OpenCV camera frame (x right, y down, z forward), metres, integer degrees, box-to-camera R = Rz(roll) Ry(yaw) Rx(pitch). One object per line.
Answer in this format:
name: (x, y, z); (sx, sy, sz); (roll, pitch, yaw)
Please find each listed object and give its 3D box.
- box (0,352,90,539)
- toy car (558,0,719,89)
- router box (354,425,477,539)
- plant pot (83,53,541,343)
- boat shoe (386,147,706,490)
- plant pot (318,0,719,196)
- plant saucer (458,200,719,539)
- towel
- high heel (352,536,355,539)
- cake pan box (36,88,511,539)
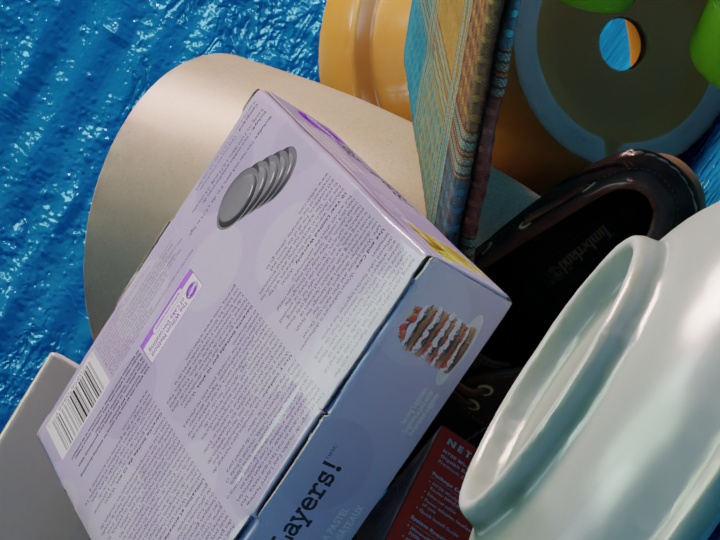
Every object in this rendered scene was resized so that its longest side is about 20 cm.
box: (-0.174, 0.145, 0.907); (0.201, 0.068, 0.082); (-60, 3, -14)
toy car: (0.176, -0.186, 0.759); (0.200, 0.157, 0.165); (-39, -24, -55)
router box: (-0.019, 0.188, 0.775); (0.200, 0.049, 0.180); (-55, 2, 43)
plant pot: (0.000, 0.000, 0.909); (0.187, 0.198, 0.189); (-24, -61, -51)
boat shoe: (0.057, 0.023, 0.779); (0.200, 0.070, 0.070); (-46, -7, 22)
plant pot: (0.098, -0.115, 0.979); (0.201, 0.200, 0.183); (-57, 17, -8)
plant saucer: (0.080, 0.046, 0.600); (0.201, 0.050, 0.200); (-57, 1, 2)
towel: (0.043, -0.105, 0.804); (0.201, 0.021, 0.148); (-96, 12, -58)
high heel: (-0.072, 0.163, 0.796); (0.201, 0.067, 0.096); (-59, 4, 5)
cake pan box: (-0.047, 0.046, 0.766); (0.201, 0.052, 0.184); (-57, 32, 7)
